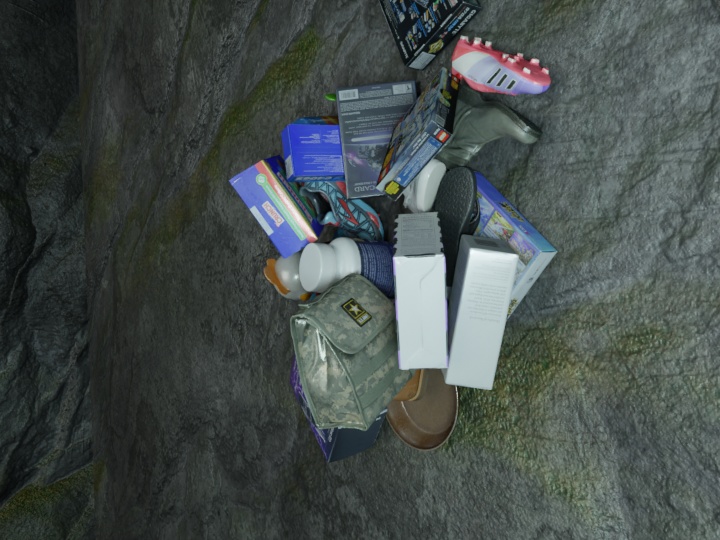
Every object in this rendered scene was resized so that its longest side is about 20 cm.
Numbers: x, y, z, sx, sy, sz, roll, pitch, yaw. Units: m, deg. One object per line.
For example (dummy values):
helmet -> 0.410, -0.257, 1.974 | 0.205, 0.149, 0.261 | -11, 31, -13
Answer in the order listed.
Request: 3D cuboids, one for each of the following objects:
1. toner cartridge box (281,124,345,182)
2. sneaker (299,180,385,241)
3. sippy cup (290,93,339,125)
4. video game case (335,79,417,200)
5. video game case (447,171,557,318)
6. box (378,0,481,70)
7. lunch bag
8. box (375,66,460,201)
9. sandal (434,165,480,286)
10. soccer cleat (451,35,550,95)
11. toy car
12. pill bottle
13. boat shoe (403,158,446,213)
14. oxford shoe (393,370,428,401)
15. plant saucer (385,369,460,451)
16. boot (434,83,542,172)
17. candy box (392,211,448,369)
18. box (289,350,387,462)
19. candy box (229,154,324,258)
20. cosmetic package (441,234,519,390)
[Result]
toner cartridge box -> -0.038, -0.211, 1.226 | 0.043, 0.200, 0.095 | 161, 103, -64
sneaker -> -0.040, -0.102, 1.271 | 0.200, 0.096, 0.079 | 48, 146, -9
sippy cup -> -0.070, -0.244, 1.323 | 0.140, 0.130, 0.178 | -12, 83, 52
video game case -> 0.037, -0.230, 1.197 | 0.019, 0.143, 0.200 | 77, -173, -86
video game case -> 0.189, -0.027, 1.075 | 0.200, 0.045, 0.181 | 55, 132, 34
box -> 0.106, -0.472, 1.156 | 0.159, 0.046, 0.200 | -39, 62, 45
lunch bag -> -0.016, 0.117, 1.050 | 0.117, 0.164, 0.200 | -9, 107, 36
box -> 0.090, -0.209, 1.024 | 0.137, 0.040, 0.200 | -47, 16, 36
sandal -> 0.151, -0.071, 1.056 | 0.075, 0.048, 0.201 | 37, 133, 42
soccer cleat -> 0.208, -0.295, 1.027 | 0.200, 0.067, 0.077 | 45, 134, 43
toy car -> -0.096, 0.025, 1.314 | 0.184, 0.200, 0.177 | -51, 54, 40
pill bottle -> 0.000, 0.000, 1.182 | 0.111, 0.200, 0.111 | -11, 77, 58
boat shoe -> 0.094, -0.135, 1.090 | 0.068, 0.200, 0.072 | 30, 87, 11
oxford shoe -> 0.077, 0.127, 1.150 | 0.071, 0.071, 0.200 | 8, 97, 53
plant saucer -> 0.110, 0.213, 1.196 | 0.200, 0.037, 0.201 | 5, 96, 52
boot -> 0.181, -0.196, 1.040 | 0.131, 0.068, 0.200 | -61, 38, 14
candy box -> 0.086, 0.023, 0.988 | 0.200, 0.071, 0.168 | -81, -13, -69
box -> -0.048, 0.241, 1.313 | 0.200, 0.104, 0.148 | 59, 151, 33
candy box -> -0.146, -0.123, 1.256 | 0.077, 0.200, 0.169 | -32, 99, 9
cosmetic package -> 0.168, 0.058, 0.981 | 0.101, 0.071, 0.200 | -82, 1, -75
